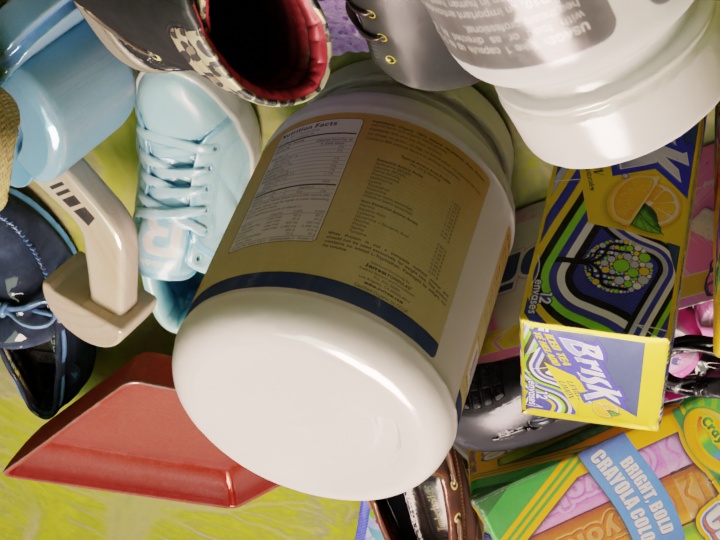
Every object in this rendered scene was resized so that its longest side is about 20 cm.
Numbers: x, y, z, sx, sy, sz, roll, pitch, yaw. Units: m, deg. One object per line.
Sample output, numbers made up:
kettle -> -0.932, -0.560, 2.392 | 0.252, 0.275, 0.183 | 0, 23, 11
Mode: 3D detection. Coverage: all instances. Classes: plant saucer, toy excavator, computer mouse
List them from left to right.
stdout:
toy excavator -> -0.165, -0.067, 0.774 | 0.200, 0.100, 0.194 | 47, 138, -2
plant saucer -> -0.121, 0.113, 1.028 | 0.199, 0.037, 0.199 | 15, 148, -33
computer mouse -> 0.120, 0.067, 0.735 | 0.199, 0.034, 0.059 | -12, 131, 33

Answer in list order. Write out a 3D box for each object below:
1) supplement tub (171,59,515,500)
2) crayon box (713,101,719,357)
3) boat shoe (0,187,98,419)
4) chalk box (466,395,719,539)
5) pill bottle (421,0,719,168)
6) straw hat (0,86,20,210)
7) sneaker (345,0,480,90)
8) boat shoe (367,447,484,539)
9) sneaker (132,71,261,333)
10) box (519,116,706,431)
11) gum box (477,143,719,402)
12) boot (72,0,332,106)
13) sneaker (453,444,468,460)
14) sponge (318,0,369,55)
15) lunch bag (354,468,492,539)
supplement tub -> 0.000, 0.000, 0.752 | 0.144, 0.200, 0.145 | 12, 140, 11
crayon box -> 0.179, -0.052, 0.614 | 0.051, 0.201, 0.127 | 4, 140, 9
boat shoe -> -0.221, 0.028, 0.985 | 0.084, 0.069, 0.200 | 2, 139, 20
chalk box -> 0.173, 0.121, 0.812 | 0.199, 0.125, 0.124 | -26, 96, 5
pill bottle -> 0.064, -0.141, 0.542 | 0.113, 0.114, 0.200 | -9, 131, 31
straw hat -> -0.205, -0.059, 0.678 | 0.085, 0.202, 0.201 | 2, 159, -43
sneaker -> -0.003, -0.143, 0.636 | 0.199, 0.075, 0.106 | 15, 128, -22
boat shoe -> 0.032, 0.122, 0.943 | 0.070, 0.070, 0.201 | -16, 106, 25
sneaker -> -0.100, -0.037, 0.846 | 0.074, 0.082, 0.200 | 9, 141, 11
box -> 0.121, -0.030, 0.667 | 0.064, 0.201, 0.070 | 7, 141, 13
gum box -> 0.152, 0.007, 0.770 | 0.200, 0.114, 0.066 | -19, 128, 38
boot -> -0.102, -0.156, 0.621 | 0.154, 0.073, 0.204 | 28, 160, 52
sneaker -> 0.150, 0.116, 0.924 | 0.199, 0.067, 0.091 | 11, 175, 3
sponge -> -0.047, -0.185, 0.688 | 0.111, 0.030, 0.200 | -1, 138, 23
lunch bag -> 0.087, 0.224, 1.061 | 0.169, 0.128, 0.201 | 9, 127, 16
